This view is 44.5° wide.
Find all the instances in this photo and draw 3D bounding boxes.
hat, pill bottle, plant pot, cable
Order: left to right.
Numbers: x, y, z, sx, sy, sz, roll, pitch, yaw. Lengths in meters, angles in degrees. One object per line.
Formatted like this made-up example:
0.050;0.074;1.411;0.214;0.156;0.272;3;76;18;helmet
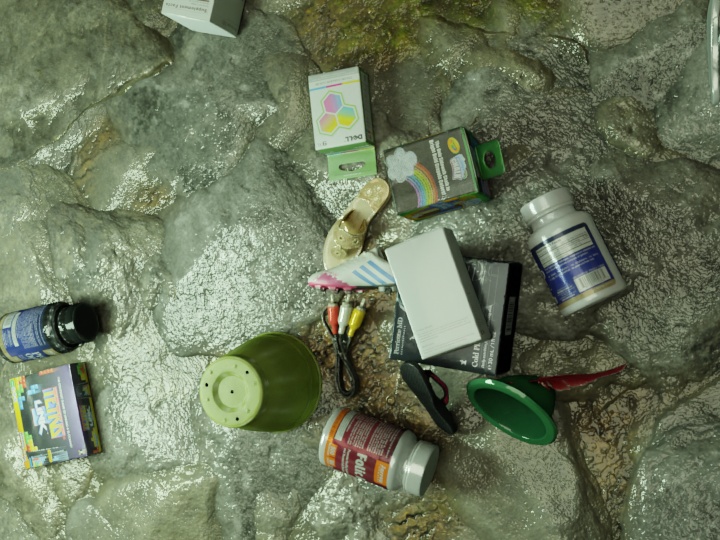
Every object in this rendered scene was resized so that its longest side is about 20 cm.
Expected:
-0.664;0.127;1.868;0.200;0.112;0.112;-12;84;20;pill bottle
-0.201;0.218;1.657;0.200;0.193;0.201;-1;88;20;plant pot
-0.041;0.141;1.677;0.097;0.050;0.200;7;90;23;cable
0.035;0.334;1.610;0.200;0.114;0.114;16;94;20;pill bottle
0.314;0.193;1.551;0.200;0.166;0.176;37;63;2;hat
0.357;-0.034;1.503;0.120;0.120;0.200;-27;79;17;pill bottle

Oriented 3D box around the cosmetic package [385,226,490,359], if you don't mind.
0.130;0.038;1.476;0.113;0.081;0.200;-20;80;18;cosmetic package

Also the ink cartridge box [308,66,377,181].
-0.033;-0.279;1.681;0.104;0.059;0.200;-7;86;19;ink cartridge box

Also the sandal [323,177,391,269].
-0.020;-0.086;1.665;0.078;0.070;0.212;36;100;17;sandal

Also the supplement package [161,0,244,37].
-0.299;-0.584;1.755;0.117;0.117;0.200;15;94;19;supplement package

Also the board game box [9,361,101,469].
-0.657;0.312;1.890;0.165;0.057;0.200;-16;83;20;board game box

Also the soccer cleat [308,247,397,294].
0.000;0.000;1.662;0.200;0.070;0.086;0;82;14;soccer cleat

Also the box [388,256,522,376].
0.171;0.072;1.567;0.196;0.124;0.200;7;91;22;box

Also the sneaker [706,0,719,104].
0.625;-0.379;1.446;0.099;0.071;0.200;-3;93;18;sneaker

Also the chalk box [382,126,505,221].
0.160;-0.176;1.577;0.200;0.124;0.125;-14;83;18;chalk box

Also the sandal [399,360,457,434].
0.128;0.216;1.563;0.045;0.200;0.075;-45;40;-15;sandal
